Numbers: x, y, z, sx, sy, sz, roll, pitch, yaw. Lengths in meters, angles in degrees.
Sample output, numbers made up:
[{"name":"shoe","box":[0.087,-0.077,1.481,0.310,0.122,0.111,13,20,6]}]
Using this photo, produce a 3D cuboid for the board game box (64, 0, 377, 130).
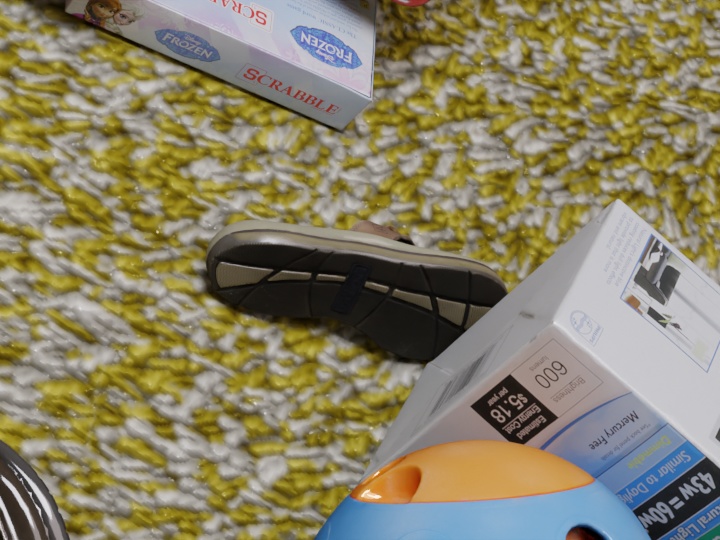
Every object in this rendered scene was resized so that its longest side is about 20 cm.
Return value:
[{"name":"board game box","box":[-0.081,-0.210,1.463,0.199,0.041,0.200,22,50,-23]}]

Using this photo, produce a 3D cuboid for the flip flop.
[{"name":"flip flop","box":[0.000,0.000,1.366,0.199,0.081,0.058,12,40,-23]}]

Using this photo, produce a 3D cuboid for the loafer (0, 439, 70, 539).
[{"name":"loafer","box":[-0.175,0.167,1.115,0.071,0.073,0.200,-16,71,-43]}]

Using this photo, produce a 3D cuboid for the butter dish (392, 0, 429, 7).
[{"name":"butter dish","box":[0.001,-0.295,1.461,0.199,0.148,0.200,33,87,-14]}]

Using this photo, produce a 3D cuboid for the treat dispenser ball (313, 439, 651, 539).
[{"name":"treat dispenser ball","box":[0.063,0.188,1.188,0.200,0.201,0.201,19,52,-25]}]

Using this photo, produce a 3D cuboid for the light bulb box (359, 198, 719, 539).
[{"name":"light bulb box","box":[0.145,0.104,1.304,0.200,0.198,0.125,40,43,-6]}]
